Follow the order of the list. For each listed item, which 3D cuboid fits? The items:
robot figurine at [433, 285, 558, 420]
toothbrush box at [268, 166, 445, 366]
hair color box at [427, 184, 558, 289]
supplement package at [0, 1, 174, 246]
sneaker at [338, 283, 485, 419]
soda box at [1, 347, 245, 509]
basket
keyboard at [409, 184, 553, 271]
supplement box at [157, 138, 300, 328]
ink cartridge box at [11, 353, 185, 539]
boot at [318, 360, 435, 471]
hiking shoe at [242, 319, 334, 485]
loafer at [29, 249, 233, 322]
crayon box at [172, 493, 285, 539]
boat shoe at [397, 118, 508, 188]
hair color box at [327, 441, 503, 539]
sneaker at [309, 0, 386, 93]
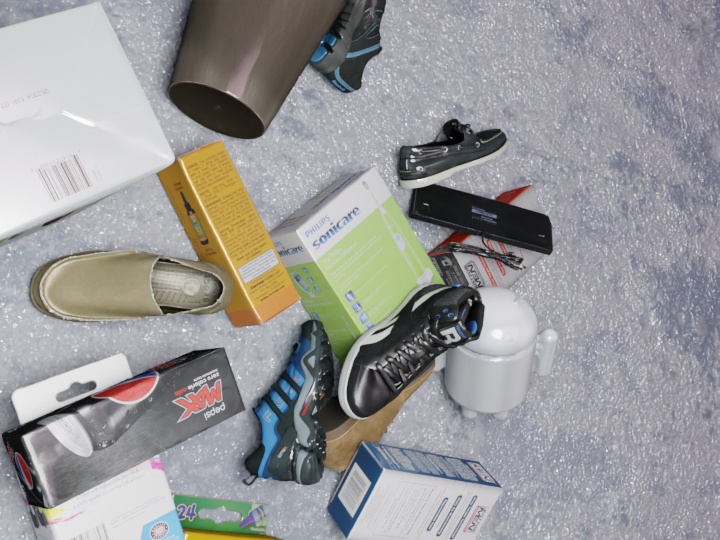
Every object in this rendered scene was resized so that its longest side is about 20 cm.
[{"bbox_3d":[0.167,0.103,1.024,0.113,0.169,0.200,-90,180,-54],"label":"robot figurine"},{"bbox_3d":[0.000,0.000,0.965,0.146,0.086,0.200,-43,110,-32],"label":"toothbrush box"},{"bbox_3d":[0.190,-0.031,1.129,0.200,0.061,0.102,-37,105,-35],"label":"hair color box"},{"bbox_3d":[-0.305,-0.105,0.677,0.191,0.200,0.147,-31,103,-35],"label":"supplement package"},{"bbox_3d":[0.064,0.082,0.879,0.073,0.112,0.200,52,59,-20],"label":"sneaker"},{"bbox_3d":[-0.208,0.136,0.718,0.200,0.063,0.071,-23,98,-39],"label":"soda box"},{"bbox_3d":[-0.125,-0.261,0.883,0.180,0.136,0.200,32,69,-35],"label":"basket"},{"bbox_3d":[0.162,-0.054,1.060,0.200,0.021,0.127,14,45,-3],"label":"keyboard"},{"bbox_3d":[-0.145,-0.039,0.873,0.069,0.066,0.200,-35,105,-35],"label":"supplement box"},{"bbox_3d":[-0.257,0.191,0.755,0.115,0.068,0.200,-19,95,-39],"label":"ink cartridge box"},{"bbox_3d":[0.018,0.168,0.978,0.200,0.074,0.076,-32,122,-31],"label":"boot"},{"bbox_3d":[-0.080,0.140,0.891,0.074,0.086,0.200,75,17,-51],"label":"hiking shoe"},{"bbox_3d":[-0.222,0.012,0.787,0.200,0.067,0.076,-3,84,-21],"label":"loafer"},{"bbox_3d":[-0.151,0.343,0.825,0.126,0.052,0.200,18,72,-34],"label":"crayon box"},{"bbox_3d":[0.127,-0.174,1.094,0.199,0.074,0.066,-25,111,-27],"label":"boat shoe"},{"bbox_3d":[0.070,0.279,0.970,0.200,0.061,0.100,19,104,-34],"label":"hair color box"},{"bbox_3d":[-0.004,-0.323,1.029,0.082,0.073,0.200,43,65,-43],"label":"sneaker"}]
